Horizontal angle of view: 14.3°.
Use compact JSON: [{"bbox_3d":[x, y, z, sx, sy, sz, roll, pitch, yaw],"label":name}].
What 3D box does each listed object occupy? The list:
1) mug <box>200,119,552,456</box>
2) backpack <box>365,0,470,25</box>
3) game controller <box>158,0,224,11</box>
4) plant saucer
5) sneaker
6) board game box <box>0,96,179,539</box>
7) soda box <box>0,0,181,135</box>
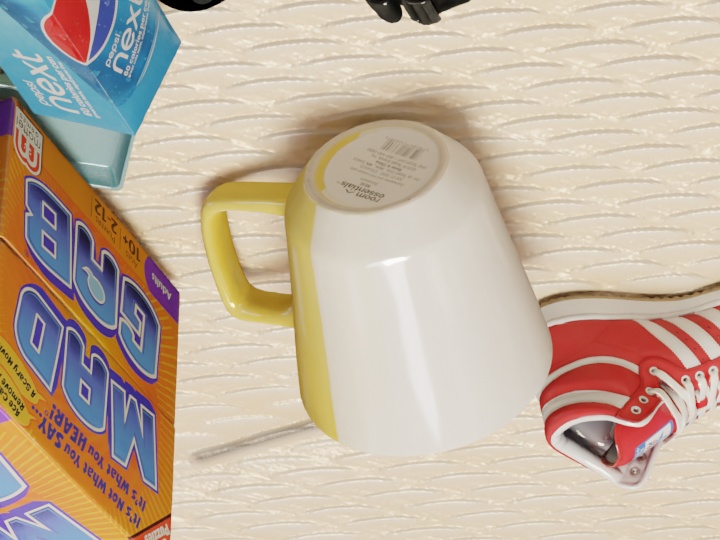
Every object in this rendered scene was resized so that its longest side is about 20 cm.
[{"bbox_3d":[0.006,0.004,1.625,0.185,0.150,0.154,-13,129,2],"label":"mug"},{"bbox_3d":[0.084,-0.233,1.340,0.190,0.155,0.200,-11,151,-29],"label":"backpack"},{"bbox_3d":[-0.112,-0.212,1.452,0.104,0.042,0.200,-28,132,26],"label":"game controller"},{"bbox_3d":[-0.225,-0.088,1.603,0.199,0.019,0.070,8,137,-12],"label":"plant saucer"},{"bbox_3d":[0.200,0.069,1.719,0.199,0.113,0.071,-5,138,3],"label":"sneaker"},{"bbox_3d":[-0.237,0.062,1.615,0.199,0.201,0.200,-16,140,20],"label":"board game box"},{"bbox_3d":[-0.163,-0.150,1.457,0.068,0.064,0.200,14,158,25],"label":"soda box"}]
